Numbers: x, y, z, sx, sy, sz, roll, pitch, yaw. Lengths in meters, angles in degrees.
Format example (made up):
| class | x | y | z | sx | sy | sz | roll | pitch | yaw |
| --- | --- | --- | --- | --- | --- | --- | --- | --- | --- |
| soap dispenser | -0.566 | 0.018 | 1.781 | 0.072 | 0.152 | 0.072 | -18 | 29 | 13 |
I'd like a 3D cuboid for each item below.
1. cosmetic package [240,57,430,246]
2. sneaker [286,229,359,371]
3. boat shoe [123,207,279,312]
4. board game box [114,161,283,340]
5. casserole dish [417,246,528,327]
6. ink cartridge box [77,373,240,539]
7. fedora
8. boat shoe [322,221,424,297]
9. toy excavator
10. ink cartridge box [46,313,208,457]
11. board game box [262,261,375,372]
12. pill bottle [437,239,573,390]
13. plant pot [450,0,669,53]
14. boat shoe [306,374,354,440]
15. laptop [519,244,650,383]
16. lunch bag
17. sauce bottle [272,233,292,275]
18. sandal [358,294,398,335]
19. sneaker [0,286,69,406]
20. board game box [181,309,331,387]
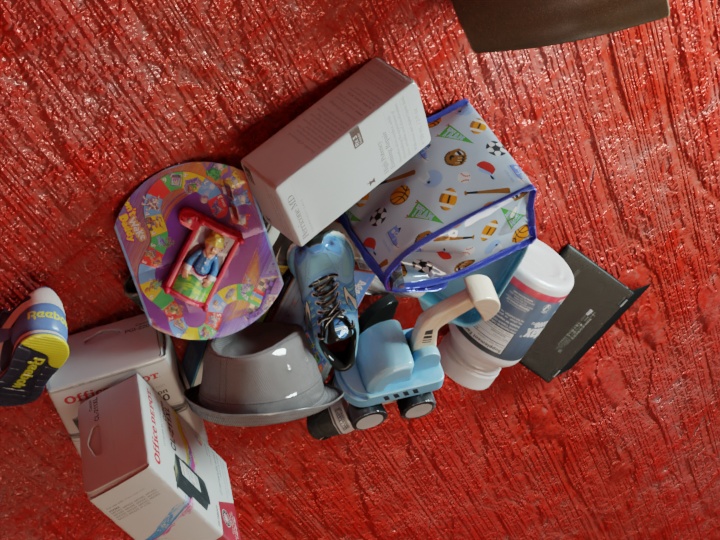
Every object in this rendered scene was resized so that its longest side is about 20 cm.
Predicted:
| class | x | y | z | sx | sy | sz | roll | pitch | yaw |
| --- | --- | --- | --- | --- | --- | --- | --- | --- | --- |
| cosmetic package | -0.024 | -0.130 | 1.383 | 0.200 | 0.074 | 0.102 | -41 | 142 | -16 |
| sneaker | -0.029 | 0.037 | 1.458 | 0.078 | 0.090 | 0.201 | -18 | 135 | -4 |
| boat shoe | -0.177 | -0.019 | 1.433 | 0.199 | 0.071 | 0.064 | -36 | 141 | 7 |
| board game box | -0.174 | -0.015 | 1.383 | 0.157 | 0.039 | 0.201 | -19 | 106 | -7 |
| casserole dish | 0.141 | -0.021 | 1.616 | 0.201 | 0.121 | 0.039 | -61 | 169 | 28 |
| ink cartridge box | -0.225 | 0.236 | 1.434 | 0.082 | 0.146 | 0.200 | -28 | 132 | 8 |
| fedora | -0.113 | 0.111 | 1.471 | 0.199 | 0.176 | 0.091 | -16 | 110 | -52 |
| boat shoe | 0.000 | 0.000 | 1.572 | 0.199 | 0.072 | 0.068 | 16 | 135 | -44 |
| toy excavator | 0.064 | 0.092 | 1.524 | 0.193 | 0.100 | 0.201 | -12 | 150 | -11 |
| ink cartridge box | -0.275 | 0.161 | 1.510 | 0.145 | 0.085 | 0.201 | -17 | 130 | -3 |
| board game box | -0.067 | 0.064 | 1.548 | 0.102 | 0.020 | 0.201 | 10 | 127 | -27 |
| pill bottle | 0.188 | 0.059 | 1.709 | 0.119 | 0.120 | 0.201 | 7 | 127 | -37 |
| plant pot | 0.191 | -0.309 | 1.315 | 0.199 | 0.188 | 0.187 | -23 | 142 | 12 |
| boat shoe | -0.032 | 0.172 | 1.665 | 0.056 | 0.069 | 0.200 | -24 | -176 | 9 |
| laptop | 0.309 | 0.060 | 1.875 | 0.199 | 0.116 | 0.188 | 34 | 110 | -18 |
| lunch bag | 0.079 | -0.075 | 1.466 | 0.199 | 0.170 | 0.124 | -25 | 142 | -11 |
| sauce bottle | -0.118 | -0.012 | 1.482 | 0.066 | 0.066 | 0.200 | 17 | 121 | -42 |
| sandal | 0.017 | 0.089 | 1.634 | 0.075 | 0.045 | 0.200 | -35 | 169 | -19 |
| sneaker | -0.380 | 0.091 | 1.413 | 0.074 | 0.083 | 0.200 | 14 | 143 | -36 |
| board game box | -0.128 | 0.114 | 1.622 | 0.199 | 0.040 | 0.154 | -2 | 131 | -32 |
